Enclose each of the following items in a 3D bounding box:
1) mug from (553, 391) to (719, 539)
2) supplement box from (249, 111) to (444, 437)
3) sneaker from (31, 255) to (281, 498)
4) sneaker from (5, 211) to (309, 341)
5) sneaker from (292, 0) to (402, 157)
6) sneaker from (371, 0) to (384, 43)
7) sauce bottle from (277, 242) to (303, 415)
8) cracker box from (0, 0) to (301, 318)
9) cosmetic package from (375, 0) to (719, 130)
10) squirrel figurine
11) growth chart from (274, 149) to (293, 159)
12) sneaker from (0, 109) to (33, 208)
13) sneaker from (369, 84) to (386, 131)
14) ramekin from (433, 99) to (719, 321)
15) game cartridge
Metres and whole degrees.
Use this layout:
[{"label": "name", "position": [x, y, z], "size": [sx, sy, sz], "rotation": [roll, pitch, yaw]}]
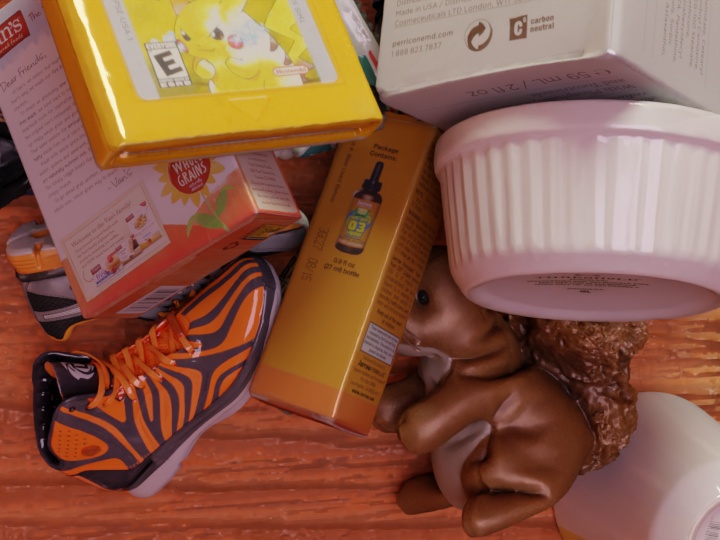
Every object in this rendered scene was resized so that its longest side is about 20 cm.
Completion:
[{"label": "mug", "position": [0.245, 0.191, 1.058], "size": [0.149, 0.153, 0.187], "rotation": [-32, 104, -9]}, {"label": "supplement box", "position": [0.000, 0.000, 0.938], "size": [0.066, 0.069, 0.201], "rotation": [16, 84, 27]}, {"label": "sneaker", "position": [-0.139, 0.065, 0.944], "size": [0.112, 0.078, 0.200], "rotation": [21, 112, -38]}, {"label": "sneaker", "position": [-0.131, -0.008, 0.982], "size": [0.199, 0.078, 0.078], "rotation": [-10, 113, -9]}, {"label": "sneaker", "position": [-0.055, -0.167, 0.964], "size": [0.093, 0.070, 0.200], "rotation": [-34, 102, -12]}, {"label": "sneaker", "position": [0.007, -0.217, 0.981], "size": [0.202, 0.077, 0.147], "rotation": [17, 90, -17]}, {"label": "sauce bottle", "position": [-0.017, 0.001, 1.013], "size": [0.065, 0.065, 0.200], "rotation": [35, 86, -16]}, {"label": "cracker box", "position": [-0.136, -0.089, 0.874], "size": [0.134, 0.058, 0.201], "rotation": [-29, 77, 23]}, {"label": "cosmetic package", "position": [0.139, -0.165, 0.897], "size": [0.200, 0.167, 0.167], "rotation": [17, 73, -47]}, {"label": "squirrel figurine", "position": [0.098, 0.063, 1.020], "size": [0.199, 0.142, 0.187], "rotation": [-19, 94, -12]}, {"label": "growth chart", "position": [-0.129, -0.151, 0.985], "size": [0.144, 0.018, 0.201], "rotation": [-22, 103, -14]}, {"label": "sneaker", "position": [-0.282, -0.065, 0.908], "size": [0.199, 0.115, 0.081], "rotation": [-11, 99, -13]}, {"label": "sneaker", "position": [-0.067, -0.155, 0.904], "size": [0.199, 0.075, 0.107], "rotation": [21, 105, 18]}, {"label": "ramekin", "position": [0.142, -0.028, 0.882], "size": [0.202, 0.202, 0.095], "rotation": [6, 79, -15]}, {"label": "game cartridge", "position": [-0.094, -0.158, 0.825], "size": [0.176, 0.032, 0.201], "rotation": [-10, 72, -35]}]
